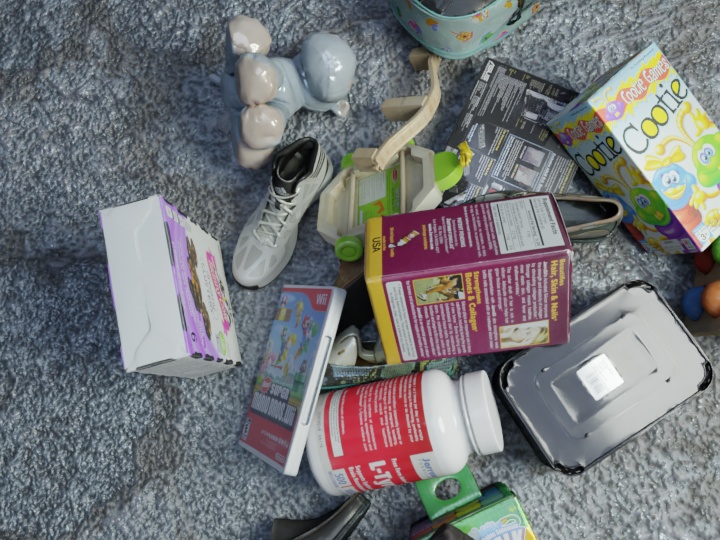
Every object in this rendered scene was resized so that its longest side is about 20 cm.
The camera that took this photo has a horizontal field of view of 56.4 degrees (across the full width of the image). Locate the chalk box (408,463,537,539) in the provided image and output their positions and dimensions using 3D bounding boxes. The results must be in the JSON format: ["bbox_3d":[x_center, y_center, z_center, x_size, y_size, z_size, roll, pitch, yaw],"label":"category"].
[{"bbox_3d":[0.127,0.305,0.708,0.124,0.124,0.202,-26,78,0],"label":"chalk box"}]

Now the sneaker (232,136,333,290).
[{"bbox_3d":[-0.106,-0.076,0.808,0.075,0.115,0.202,28,84,10],"label":"sneaker"}]

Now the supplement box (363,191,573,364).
[{"bbox_3d":[0.111,0.010,0.701,0.197,0.132,0.104,-7,41,8],"label":"supplement box"}]

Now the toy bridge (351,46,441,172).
[{"bbox_3d":[0.058,-0.196,0.816,0.067,0.027,0.201,6,58,36],"label":"toy bridge"}]

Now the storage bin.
[{"bbox_3d":[0.260,0.118,0.745,0.199,0.094,0.136,-33,78,-2],"label":"storage bin"}]

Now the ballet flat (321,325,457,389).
[{"bbox_3d":[0.014,0.094,0.784,0.197,0.074,0.075,-5,79,-2],"label":"ballet flat"}]

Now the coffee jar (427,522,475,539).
[{"bbox_3d":[0.123,0.328,0.598,0.199,0.085,0.105,39,83,12],"label":"coffee jar"}]

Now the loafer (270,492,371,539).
[{"bbox_3d":[-0.077,0.310,0.757,0.199,0.073,0.072,-39,73,-3],"label":"loafer"}]

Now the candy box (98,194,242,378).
[{"bbox_3d":[-0.205,0.029,0.755,0.071,0.200,0.170,-14,79,2],"label":"candy box"}]

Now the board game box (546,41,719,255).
[{"bbox_3d":[0.323,-0.127,0.748,0.103,0.105,0.201,-40,94,-8],"label":"board game box"}]

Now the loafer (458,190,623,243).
[{"bbox_3d":[0.191,-0.062,0.751,0.197,0.063,0.073,-4,81,5],"label":"loafer"}]

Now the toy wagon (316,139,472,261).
[{"bbox_3d":[0.041,-0.093,0.786,0.198,0.040,0.156,-17,46,21],"label":"toy wagon"}]

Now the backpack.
[{"bbox_3d":[0.130,-0.360,0.817,0.199,0.154,0.176,-37,76,-12],"label":"backpack"}]

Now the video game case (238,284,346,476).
[{"bbox_3d":[-0.081,0.116,0.767,0.017,0.143,0.202,20,80,-28],"label":"video game case"}]

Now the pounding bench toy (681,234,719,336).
[{"bbox_3d":[0.439,0.018,0.687,0.154,0.200,0.126,16,84,8],"label":"pounding bench toy"}]

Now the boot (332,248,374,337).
[{"bbox_3d":[0.000,0.000,0.819,0.075,0.074,0.201,36,87,38],"label":"boot"}]

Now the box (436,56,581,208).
[{"bbox_3d":[0.185,-0.140,0.823,0.156,0.050,0.202,24,83,9],"label":"box"}]

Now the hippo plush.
[{"bbox_3d":[-0.084,-0.211,0.827,0.159,0.200,0.161,-9,84,-20],"label":"hippo plush"}]

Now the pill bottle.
[{"bbox_3d":[0.048,0.172,0.729,0.198,0.112,0.114,-16,78,16],"label":"pill bottle"}]
